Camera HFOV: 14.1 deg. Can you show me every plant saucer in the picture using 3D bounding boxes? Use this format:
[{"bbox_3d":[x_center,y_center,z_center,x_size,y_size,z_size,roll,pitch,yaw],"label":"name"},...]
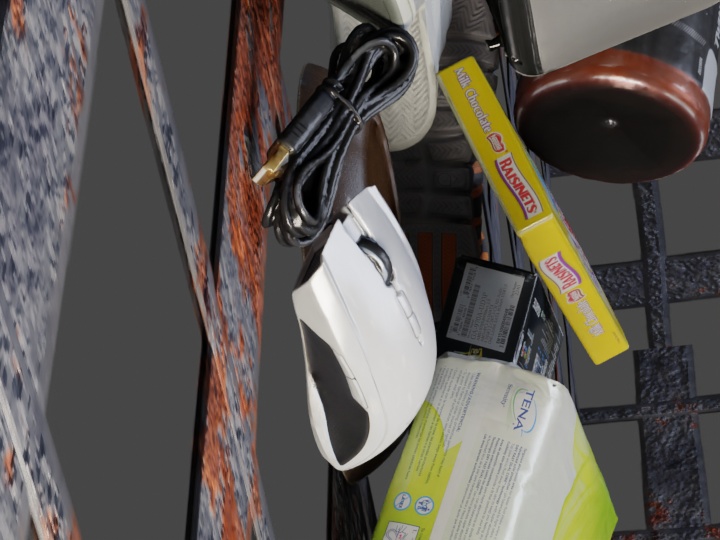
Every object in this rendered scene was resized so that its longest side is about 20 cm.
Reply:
[{"bbox_3d":[0.000,0.000,1.376,0.200,0.032,0.201,-6,90,-83],"label":"plant saucer"}]

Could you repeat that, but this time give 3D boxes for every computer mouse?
[{"bbox_3d":[0.004,0.004,1.227,0.200,0.044,0.110,79,31,-41],"label":"computer mouse"}]

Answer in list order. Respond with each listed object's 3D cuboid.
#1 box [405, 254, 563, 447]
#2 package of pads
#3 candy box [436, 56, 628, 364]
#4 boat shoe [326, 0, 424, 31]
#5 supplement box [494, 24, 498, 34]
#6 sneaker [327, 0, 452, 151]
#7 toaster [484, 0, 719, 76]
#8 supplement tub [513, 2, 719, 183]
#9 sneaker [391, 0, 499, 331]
[{"bbox_3d":[0.061,0.088,1.541,0.200,0.046,0.159,52,52,-77],"label":"box"},{"bbox_3d":[0.061,0.140,1.353,0.200,0.068,0.155,62,44,-63],"label":"package of pads"},{"bbox_3d":[0.092,-0.028,1.525,0.102,0.026,0.200,67,6,25],"label":"candy box"},{"bbox_3d":[0.004,-0.144,1.262,0.065,0.074,0.202,-58,179,3],"label":"boat shoe"},{"bbox_3d":[0.045,-0.227,1.638,0.086,0.110,0.200,-88,170,-52],"label":"supplement box"},{"bbox_3d":[0.012,-0.173,1.501,0.116,0.074,0.200,-82,174,-72],"label":"sneaker"},{"bbox_3d":[0.079,-0.216,1.244,0.200,0.118,0.181,73,-2,-58],"label":"toaster"},{"bbox_3d":[0.146,-0.154,1.579,0.107,0.107,0.200,74,23,-57],"label":"supplement tub"},{"bbox_3d":[0.036,-0.061,1.621,0.112,0.077,0.200,72,23,-79],"label":"sneaker"}]
